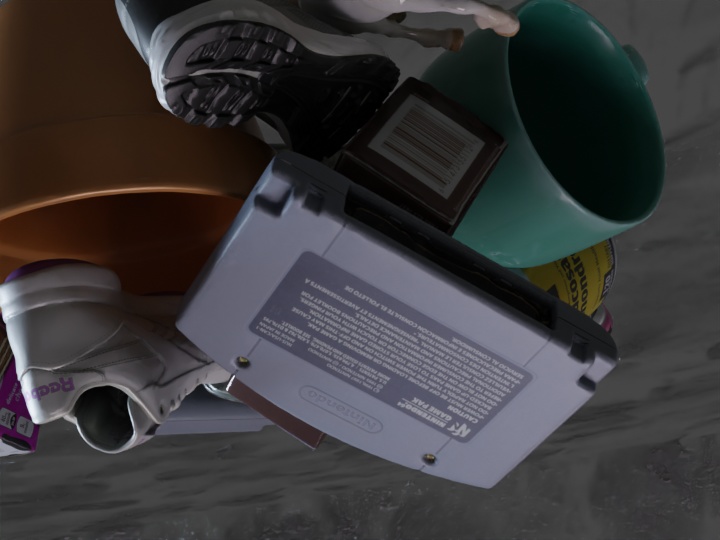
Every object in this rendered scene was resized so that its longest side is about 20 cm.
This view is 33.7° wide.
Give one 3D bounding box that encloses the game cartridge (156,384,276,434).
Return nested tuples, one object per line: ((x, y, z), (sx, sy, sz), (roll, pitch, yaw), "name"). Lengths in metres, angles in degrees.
((-0.152, 0.051, 0.969), (0.132, 0.201, 0.042), (7, 125, -37), "game cartridge")

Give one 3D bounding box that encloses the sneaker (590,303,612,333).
((0.133, -0.008, 1.017), (0.080, 0.199, 0.087), (-43, 131, -14), "sneaker")

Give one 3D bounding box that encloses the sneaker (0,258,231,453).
((-0.130, 0.058, 0.678), (0.074, 0.101, 0.200), (-20, 161, 23), "sneaker")

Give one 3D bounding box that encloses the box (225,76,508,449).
((0.000, 0.000, 0.691), (0.201, 0.075, 0.100), (-59, 176, 40), "box")

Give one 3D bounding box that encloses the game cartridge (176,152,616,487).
((0.013, 0.035, 0.614), (0.199, 0.042, 0.133), (29, 133, -13), "game cartridge")

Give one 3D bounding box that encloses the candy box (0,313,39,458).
((-0.304, 0.035, 0.826), (0.061, 0.138, 0.200), (-14, 147, 30), "candy box")

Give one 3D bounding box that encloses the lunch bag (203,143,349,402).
((-0.020, 0.017, 0.893), (0.138, 0.202, 0.167), (2, 173, 28), "lunch bag")

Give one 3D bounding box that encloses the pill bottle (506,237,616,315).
((0.096, 0.019, 0.840), (0.112, 0.113, 0.200), (-26, -174, 41), "pill bottle")

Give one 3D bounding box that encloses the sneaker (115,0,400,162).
((-0.046, -0.111, 0.606), (0.074, 0.080, 0.200), (-47, 156, 16), "sneaker")

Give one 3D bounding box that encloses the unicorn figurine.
((0.011, -0.154, 0.597), (0.136, 0.075, 0.200), (8, 163, -18), "unicorn figurine")

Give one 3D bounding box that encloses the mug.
((0.113, -0.078, 0.763), (0.184, 0.154, 0.114), (7, 156, -42), "mug")

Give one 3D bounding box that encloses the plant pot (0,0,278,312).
((-0.141, -0.069, 0.673), (0.198, 0.141, 0.200), (-9, 161, -3), "plant pot")
